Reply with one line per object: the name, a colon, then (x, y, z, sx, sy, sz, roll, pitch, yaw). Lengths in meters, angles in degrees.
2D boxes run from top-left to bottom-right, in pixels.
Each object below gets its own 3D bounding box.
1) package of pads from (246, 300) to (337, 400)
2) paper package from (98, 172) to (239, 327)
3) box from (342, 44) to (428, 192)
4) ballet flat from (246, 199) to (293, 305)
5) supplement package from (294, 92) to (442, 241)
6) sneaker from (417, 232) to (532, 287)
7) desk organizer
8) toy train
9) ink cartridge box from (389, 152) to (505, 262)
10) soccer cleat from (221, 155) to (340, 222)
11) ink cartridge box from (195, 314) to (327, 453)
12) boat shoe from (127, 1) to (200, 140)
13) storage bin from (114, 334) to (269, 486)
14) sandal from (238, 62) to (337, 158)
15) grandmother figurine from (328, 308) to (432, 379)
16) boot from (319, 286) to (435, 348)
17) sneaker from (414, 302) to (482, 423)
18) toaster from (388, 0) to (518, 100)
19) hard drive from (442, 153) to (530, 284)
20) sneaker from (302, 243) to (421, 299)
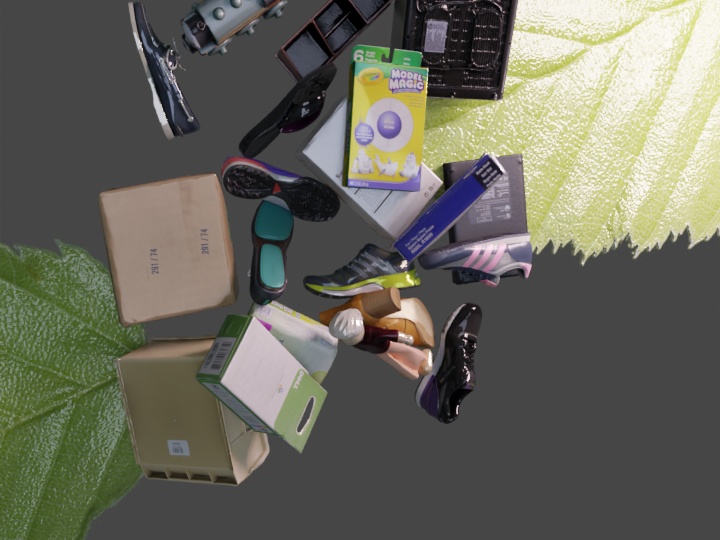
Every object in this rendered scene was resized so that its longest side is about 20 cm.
package of pads: (-0.136, 0.156, 1.196, 0.151, 0.069, 0.203, 25, 116, -11)
paper package: (-0.289, -0.035, 1.155, 0.185, 0.103, 0.206, -10, 99, -11)
box: (0.037, -0.221, 1.100, 0.114, 0.048, 0.207, 2, 94, -13)
ballet flat: (-0.143, -0.030, 1.174, 0.071, 0.204, 0.074, -1, 140, -1)
supplement package: (0.009, -0.160, 1.185, 0.199, 0.121, 0.120, 42, 88, -13)
sneaker: (0.191, -0.009, 1.234, 0.194, 0.070, 0.085, -10, 97, -7)
desk organizer: (-0.037, -0.379, 1.169, 0.200, 0.077, 0.072, -45, 103, -2)
toy train: (-0.182, -0.393, 1.121, 0.198, 0.114, 0.086, -35, 102, -5)
ink cartridge box: (0.138, -0.095, 1.152, 0.199, 0.200, 0.041, -44, 86, 15)
soccer cleat: (-0.123, -0.133, 1.182, 0.195, 0.074, 0.069, 15, 115, -23)
ink cartridge box: (-0.138, 0.165, 1.087, 0.201, 0.058, 0.106, 51, 52, -38)
boat shoe: (-0.294, -0.301, 1.132, 0.060, 0.075, 0.205, -17, 102, -6)
storage bin: (-0.254, 0.210, 1.149, 0.195, 0.093, 0.205, -4, 101, 28)
sandal: (-0.103, -0.238, 1.177, 0.200, 0.075, 0.048, -43, 81, 6)
grandmother figurine: (0.030, 0.113, 1.166, 0.198, 0.120, 0.062, 29, 51, -38)
boot: (0.029, 0.091, 1.250, 0.141, 0.073, 0.201, -19, 147, 24)
sneaker: (0.171, 0.159, 1.269, 0.075, 0.087, 0.205, 16, 99, -40)
toaster: (0.138, -0.372, 1.166, 0.175, 0.119, 0.205, -1, 117, -11)
hard drive: (0.215, -0.086, 1.281, 0.135, 0.033, 0.206, -8, 99, -10)
sneaker: (0.000, 0.000, 1.241, 0.194, 0.074, 0.084, -7, 86, -13)
